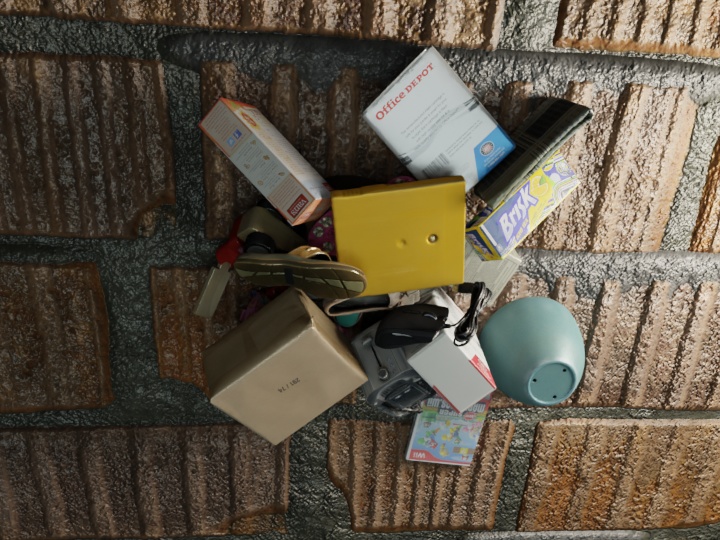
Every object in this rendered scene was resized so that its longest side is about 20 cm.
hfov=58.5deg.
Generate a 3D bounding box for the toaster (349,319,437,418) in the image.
[{"bbox_3d":[0.060,0.173,1.132,0.113,0.130,0.200,-33,149,11],"label":"toaster"}]

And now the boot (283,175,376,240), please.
[{"bbox_3d":[-0.063,-0.101,1.066,0.197,0.074,0.076,-14,127,10],"label":"boot"}]

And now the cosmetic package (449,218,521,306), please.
[{"bbox_3d":[0.160,-0.037,1.097,0.198,0.088,0.104,27,111,-17],"label":"cosmetic package"}]

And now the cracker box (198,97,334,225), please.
[{"bbox_3d":[-0.131,-0.160,0.955,0.200,0.134,0.058,46,104,3],"label":"cracker box"}]

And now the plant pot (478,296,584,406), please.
[{"bbox_3d":[0.327,0.169,1.179,0.196,0.135,0.203,-2,115,-4],"label":"plant pot"}]

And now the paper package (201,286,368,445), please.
[{"bbox_3d":[-0.119,0.154,1.019,0.199,0.104,0.191,-35,133,6],"label":"paper package"}]

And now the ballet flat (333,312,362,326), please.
[{"bbox_3d":[0.000,0.000,1.110,0.067,0.067,0.202,24,109,-8],"label":"ballet flat"}]

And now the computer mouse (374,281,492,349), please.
[{"bbox_3d":[0.109,0.059,1.012,0.198,0.141,0.046,-9,124,44],"label":"computer mouse"}]

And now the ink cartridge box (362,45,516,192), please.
[{"bbox_3d":[0.119,-0.220,0.999,0.146,0.086,0.200,-41,100,14],"label":"ink cartridge box"}]

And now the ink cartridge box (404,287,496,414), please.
[{"bbox_3d":[0.141,0.121,1.106,0.083,0.201,0.144,-37,112,15],"label":"ink cartridge box"}]

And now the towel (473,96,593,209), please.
[{"bbox_3d":[0.254,-0.180,0.986,0.035,0.193,0.200,43,104,-15],"label":"towel"}]

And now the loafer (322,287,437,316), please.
[{"bbox_3d":[0.034,0.041,1.052,0.197,0.063,0.073,-10,121,6],"label":"loafer"}]

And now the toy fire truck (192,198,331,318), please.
[{"bbox_3d":[-0.168,0.008,1.054,0.198,0.130,0.175,-25,131,36],"label":"toy fire truck"}]

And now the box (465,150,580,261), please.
[{"bbox_3d":[0.258,-0.103,1.038,0.200,0.064,0.070,-42,100,-16],"label":"box"}]

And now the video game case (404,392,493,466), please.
[{"bbox_3d":[0.177,0.301,1.288,0.140,0.018,0.203,8,113,-9],"label":"video game case"}]

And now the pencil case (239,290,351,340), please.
[{"bbox_3d":[-0.115,0.109,1.143,0.197,0.088,0.088,22,110,-13],"label":"pencil case"}]

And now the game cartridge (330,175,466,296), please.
[{"bbox_3d":[0.059,-0.048,0.967,0.196,0.033,0.179,-6,122,-3],"label":"game cartridge"}]

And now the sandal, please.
[{"bbox_3d":[-0.085,-0.006,0.945,0.196,0.055,0.081,9,146,0],"label":"sandal"}]

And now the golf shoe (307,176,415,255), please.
[{"bbox_3d":[0.013,-0.075,1.017,0.198,0.091,0.076,-24,81,10],"label":"golf shoe"}]
